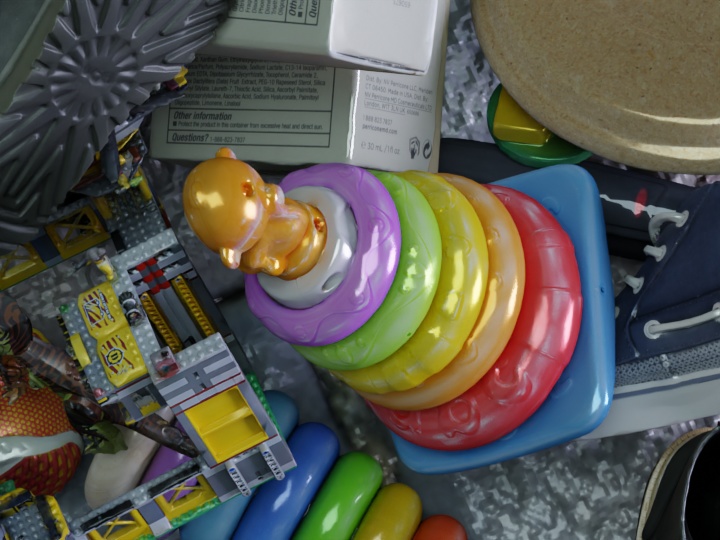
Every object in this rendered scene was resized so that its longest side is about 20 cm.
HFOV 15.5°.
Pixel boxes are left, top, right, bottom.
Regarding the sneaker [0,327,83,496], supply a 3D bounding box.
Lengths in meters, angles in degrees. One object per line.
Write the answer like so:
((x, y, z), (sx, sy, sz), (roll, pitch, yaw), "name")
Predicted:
((-0.215, 0.077, 1.105), (0.199, 0.073, 0.077), (-14, 62, -6), "sneaker")

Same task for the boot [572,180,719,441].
((0.128, 0.014, 1.056), (0.199, 0.073, 0.091), (-12, 87, 30), "boot")

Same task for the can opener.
((0.119, -0.018, 1.098), (0.199, 0.063, 0.079), (19, 69, 7), "can opener")

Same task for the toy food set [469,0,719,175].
((0.140, -0.118, 1.104), (0.197, 0.049, 0.201), (9, 58, 12), "toy food set")

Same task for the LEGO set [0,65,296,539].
((-0.117, 0.019, 0.998), (0.153, 0.116, 0.201), (-19, 57, 4), "LEGO set")

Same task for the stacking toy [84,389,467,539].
((-0.009, 0.108, 1.078), (0.200, 0.085, 0.086), (31, 82, 3), "stacking toy")

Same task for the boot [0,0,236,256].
((-0.150, -0.120, 0.998), (0.182, 0.073, 0.200), (-47, 48, 3), "boot")

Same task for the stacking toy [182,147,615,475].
((0.000, 0.000, 0.992), (0.109, 0.200, 0.117), (-17, 66, 34), "stacking toy")

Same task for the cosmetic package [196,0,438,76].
((-0.068, -0.135, 1.023), (0.199, 0.073, 0.104), (10, 92, 34), "cosmetic package")

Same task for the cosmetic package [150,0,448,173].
((-0.021, -0.140, 1.087), (0.103, 0.073, 0.201), (5, 88, 33), "cosmetic package")

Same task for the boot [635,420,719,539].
((0.127, 0.155, 1.025), (0.077, 0.138, 0.201), (3, 80, 3), "boot")
